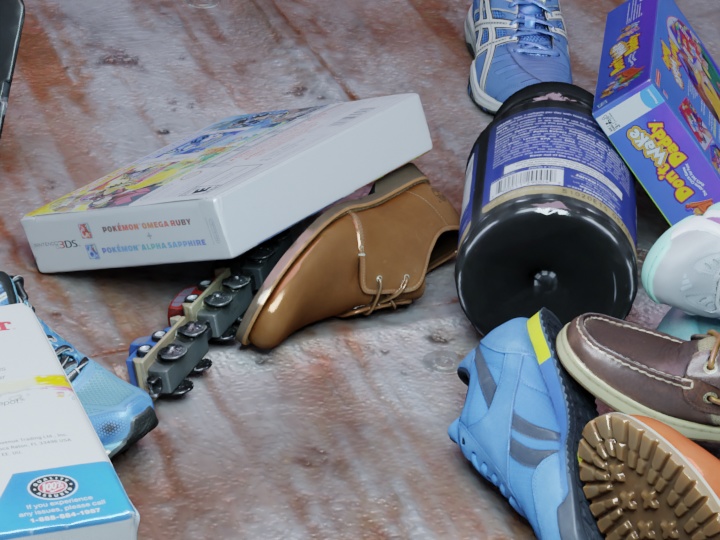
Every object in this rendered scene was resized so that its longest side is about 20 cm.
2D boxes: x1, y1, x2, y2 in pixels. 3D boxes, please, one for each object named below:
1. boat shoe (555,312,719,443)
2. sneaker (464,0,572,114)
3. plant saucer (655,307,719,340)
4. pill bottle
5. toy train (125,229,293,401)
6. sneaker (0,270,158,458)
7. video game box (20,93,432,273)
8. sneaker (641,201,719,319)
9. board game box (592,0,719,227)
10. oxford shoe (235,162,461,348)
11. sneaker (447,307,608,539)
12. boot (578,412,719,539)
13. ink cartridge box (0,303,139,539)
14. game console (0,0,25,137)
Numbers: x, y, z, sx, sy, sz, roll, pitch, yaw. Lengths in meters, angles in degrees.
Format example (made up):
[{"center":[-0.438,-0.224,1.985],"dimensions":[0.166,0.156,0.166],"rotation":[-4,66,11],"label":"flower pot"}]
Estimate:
[{"center":[0.211,0.059,1.446],"dimensions":[0.200,0.072,0.072],"rotation":[23,29,-2],"label":"boat shoe"},{"center":[0.114,-0.174,1.887],"dimensions":[0.076,0.077,0.200],"rotation":[-1,32,-11],"label":"sneaker"},{"center":[0.281,0.046,1.572],"dimensions":[0.200,0.027,0.200],"rotation":[3,30,-2],"label":"plant saucer"},{"center":[0.119,-0.040,1.619],"dimensions":[0.112,0.112,0.200],"rotation":[5,30,3],"label":"pill bottle"},{"center":[-0.094,0.024,1.566],"dimensions":[0.046,0.034,0.200],"rotation":[3,27,22],"label":"toy train"},{"center":[-0.203,0.050,1.454],"dimensions":[0.200,0.090,0.078],"rotation":[21,34,26],"label":"sneaker"},{"center":[-0.084,-0.055,1.629],"dimensions":[0.182,0.047,0.200],"rotation":[-1,21,43],"label":"video game box"},{"center":[0.277,0.019,1.514],"dimensions":[0.200,0.078,0.140],"rotation":[-4,30,-11],"label":"sneaker"},{"center":[0.213,-0.097,1.691],"dimensions":[0.045,0.135,0.200],"rotation":[-31,16,20],"label":"board game box"},{"center":[0.000,0.000,1.589],"dimensions":[0.071,0.071,0.200],"rotation":[41,47,14],"label":"oxford shoe"},{"center":[0.095,0.108,1.429],"dimensions":[0.078,0.066,0.200],"rotation":[-29,38,15],"label":"sneaker"},{"center":[0.206,0.139,1.343],"dimensions":[0.200,0.075,0.107],"rotation":[42,41,21],"label":"boot"},{"center":[-0.207,0.132,1.256],"dimensions":[0.147,0.145,0.200],"rotation":[-7,32,-19],"label":"ink cartridge box"},{"center":[-0.345,-0.117,1.704],"dimensions":[0.200,0.117,0.176],"rotation":[10,30,12],"label":"game console"}]
